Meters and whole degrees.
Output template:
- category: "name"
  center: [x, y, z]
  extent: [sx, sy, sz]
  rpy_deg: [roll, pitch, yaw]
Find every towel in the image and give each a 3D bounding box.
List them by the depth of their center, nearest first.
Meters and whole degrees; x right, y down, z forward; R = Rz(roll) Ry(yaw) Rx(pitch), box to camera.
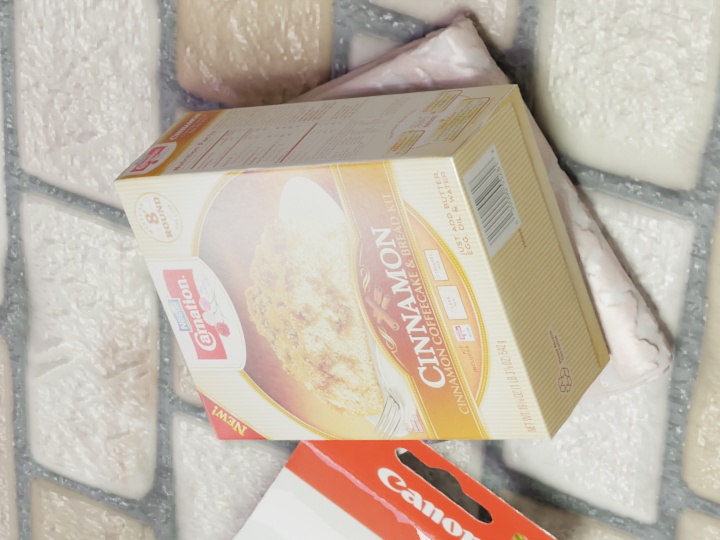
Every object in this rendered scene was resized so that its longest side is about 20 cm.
- category: "towel"
  center: [0.034, -0.009, 1.435]
  extent: [0.191, 0.032, 0.200]
  rpy_deg: [-22, 107, 40]

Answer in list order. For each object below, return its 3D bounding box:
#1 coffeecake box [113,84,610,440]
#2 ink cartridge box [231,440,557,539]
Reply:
- category: "coffeecake box"
  center: [0.000, 0.000, 1.391]
  extent: [0.199, 0.073, 0.154]
  rpy_deg: [-3, 120, 35]
- category: "ink cartridge box"
  center: [0.012, 0.166, 1.534]
  extent: [0.162, 0.050, 0.200]
  rpy_deg: [36, 145, 7]
